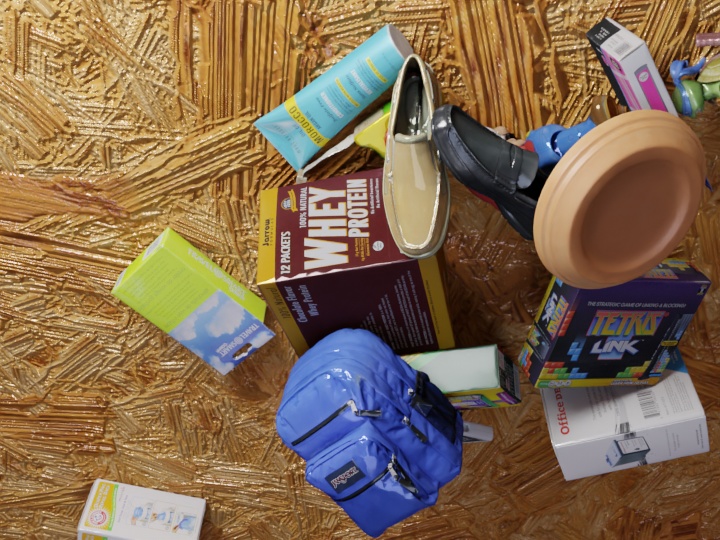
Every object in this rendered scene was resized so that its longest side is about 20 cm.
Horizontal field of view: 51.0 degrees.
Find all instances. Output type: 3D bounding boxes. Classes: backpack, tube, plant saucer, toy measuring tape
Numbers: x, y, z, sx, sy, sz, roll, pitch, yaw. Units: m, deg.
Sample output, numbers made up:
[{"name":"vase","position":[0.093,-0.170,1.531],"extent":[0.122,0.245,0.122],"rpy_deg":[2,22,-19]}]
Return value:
[{"name":"backpack","position":[0.006,0.176,0.851],"extent":[0.162,0.169,0.200],"rpy_deg":[-38,103,21]},{"name":"tube","position":[-0.028,-0.193,0.846],"extent":[0.198,0.051,0.078],"rpy_deg":[-33,109,29]},{"name":"plant saucer","position":[0.273,-0.062,0.774],"extent":[0.195,0.038,0.204],"rpy_deg":[-10,125,-15]},{"name":"toy measuring tape","position":[0.018,-0.137,0.864],"extent":[0.198,0.074,0.074],"rpy_deg":[-33,120,20]}]

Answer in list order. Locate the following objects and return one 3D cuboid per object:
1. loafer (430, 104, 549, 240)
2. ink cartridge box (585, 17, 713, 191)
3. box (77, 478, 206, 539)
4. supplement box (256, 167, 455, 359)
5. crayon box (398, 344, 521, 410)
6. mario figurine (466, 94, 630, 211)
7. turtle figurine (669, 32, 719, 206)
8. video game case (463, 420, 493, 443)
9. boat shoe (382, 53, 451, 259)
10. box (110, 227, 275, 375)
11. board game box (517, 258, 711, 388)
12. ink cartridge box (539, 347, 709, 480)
[{"name":"loafer","position":[0.149,-0.104,0.769],"extent":[0.199,0.069,0.070],"rpy_deg":[36,139,-30]},{"name":"ink cartridge box","position":[0.312,-0.170,0.812],"extent":[0.037,0.095,0.200],"rpy_deg":[-34,119,14]},{"name":"box","position":[-0.378,0.452,1.302],"extent":[0.195,0.102,0.114],"rpy_deg":[14,126,-8]},{"name":"supplement box","position":[0.000,0.000,0.897],"extent":[0.195,0.135,0.199],"rpy_deg":[-9,145,9]},{"name":"crayon box","position":[0.117,0.150,1.009],"extent":[0.168,0.060,0.200],"rpy_deg":[-7,162,18]},{"name":"mario figurine","position":[0.194,-0.146,0.838],"extent":[0.197,0.108,0.124],"rpy_deg":[-19,130,36]},{"name":"turtle figurine","position":[0.438,-0.169,0.780],"extent":[0.191,0.204,0.144],"rpy_deg":[-27,152,15]},{"name":"video game case","position":[0.060,0.226,1.082],"extent":[0.179,0.024,0.198],"rpy_deg":[18,156,-30]},{"name":"boat shoe","position":[0.052,-0.117,0.760],"extent":[0.070,0.206,0.076],"rpy_deg":[-5,168,9]},{"name":"box","position":[-0.222,0.046,1.027],"extent":[0.121,0.048,0.199],"rpy_deg":[-36,118,26]},{"name":"board game box","position":[0.315,0.066,0.943],"extent":[0.195,0.057,0.168],"rpy_deg":[1,124,-21]},{"name":"ink cartridge box","position":[0.359,0.189,1.047],"extent":[0.196,0.148,0.087],"rpy_deg":[-17,127,16]}]
